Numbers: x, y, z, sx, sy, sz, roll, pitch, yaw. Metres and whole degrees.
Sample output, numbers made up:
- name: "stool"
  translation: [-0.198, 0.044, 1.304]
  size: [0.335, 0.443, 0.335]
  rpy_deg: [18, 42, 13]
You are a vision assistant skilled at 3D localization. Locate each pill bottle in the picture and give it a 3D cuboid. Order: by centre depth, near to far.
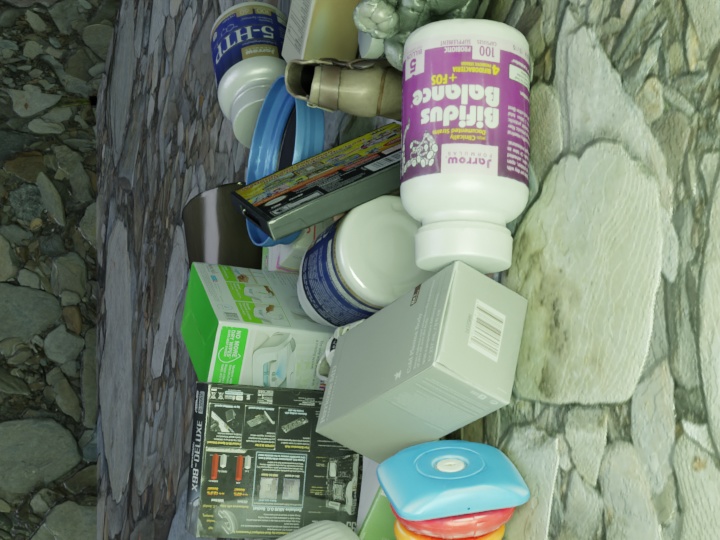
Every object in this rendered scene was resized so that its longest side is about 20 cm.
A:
- name: "pill bottle"
  translation: [0.089, -0.103, 1.248]
  size: [0.112, 0.111, 0.203]
  rpy_deg: [150, 123, -68]
- name: "pill bottle"
  translation: [0.000, 0.000, 1.496]
  size: [0.200, 0.110, 0.113]
  rpy_deg: [146, 127, -67]
- name: "pill bottle"
  translation: [-0.139, -0.263, 1.993]
  size: [0.201, 0.118, 0.120]
  rpy_deg: [-103, 26, -43]

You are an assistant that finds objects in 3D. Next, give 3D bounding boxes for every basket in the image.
- name: "basket"
  translation: [-0.172, 0.007, 2.008]
  size: [0.180, 0.134, 0.202]
  rpy_deg: [140, 130, -58]

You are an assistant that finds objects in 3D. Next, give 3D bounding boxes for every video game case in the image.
- name: "video game case"
  translation: [-0.022, -0.093, 1.475]
  size: [0.026, 0.198, 0.181]
  rpy_deg: [69, 169, -17]

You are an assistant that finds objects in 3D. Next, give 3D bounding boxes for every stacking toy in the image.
- name: "stacking toy"
  translation: [0.080, 0.254, 1.231]
  size: [0.110, 0.115, 0.203]
  rpy_deg: [-127, 32, -70]

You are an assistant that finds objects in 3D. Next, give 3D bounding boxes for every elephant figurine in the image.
- name: "elephant figurine"
  translation: [0.089, -0.283, 1.315]
  size: [0.155, 0.141, 0.201]
  rpy_deg: [45, 133, 12]

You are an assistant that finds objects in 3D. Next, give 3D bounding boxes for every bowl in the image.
- name: "bowl"
  translation: [-0.089, -0.126, 1.711]
  size: [0.200, 0.039, 0.203]
  rpy_deg: [-171, 90, -71]

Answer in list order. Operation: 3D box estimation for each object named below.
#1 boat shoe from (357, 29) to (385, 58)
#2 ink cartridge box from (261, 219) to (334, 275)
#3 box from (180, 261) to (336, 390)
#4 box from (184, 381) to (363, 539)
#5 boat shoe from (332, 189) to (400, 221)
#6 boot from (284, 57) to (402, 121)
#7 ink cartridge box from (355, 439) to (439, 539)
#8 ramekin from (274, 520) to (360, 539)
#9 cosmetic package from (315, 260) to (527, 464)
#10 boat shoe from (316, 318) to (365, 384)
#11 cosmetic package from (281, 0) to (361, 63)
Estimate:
- name: "boat shoe"
  translation: [0.033, -0.253, 1.488]
  size: [0.200, 0.063, 0.072]
  rpy_deg: [-94, 12, -77]
- name: "ink cartridge box"
  translation: [-0.064, -0.060, 1.784]
  size: [0.200, 0.066, 0.119]
  rpy_deg: [137, 137, -65]
- name: "box"
  translation: [-0.105, 0.071, 1.698]
  size: [0.200, 0.174, 0.098]
  rpy_deg: [-129, 49, -65]
- name: "box"
  translation: [-0.081, 0.204, 1.549]
  size: [0.050, 0.198, 0.160]
  rpy_deg: [177, 98, -67]
- name: "boat shoe"
  translation: [0.003, -0.070, 1.586]
  size: [0.200, 0.073, 0.070]
  rpy_deg: [-139, 54, -79]
- name: "boot"
  translation: [-0.008, -0.196, 1.522]
  size: [0.200, 0.144, 0.071]
  rpy_deg: [-154, 69, -71]
- name: "ink cartridge box"
  translation: [0.038, 0.161, 1.443]
  size: [0.201, 0.047, 0.146]
  rpy_deg: [-83, 10, -51]
- name: "ramekin"
  translation: [-0.026, 0.336, 1.388]
  size: [0.201, 0.104, 0.201]
  rpy_deg: [54, 161, 27]
- name: "cosmetic package"
  translation: [0.050, 0.085, 1.264]
  size: [0.199, 0.090, 0.108]
  rpy_deg: [-33, 36, 48]
- name: "boat shoe"
  translation: [-0.002, 0.081, 1.457]
  size: [0.200, 0.065, 0.073]
  rpy_deg: [134, 149, -73]
- name: "cosmetic package"
  translation: [-0.036, -0.338, 1.769]
  size: [0.105, 0.070, 0.202]
  rpy_deg: [-120, 39, -60]
